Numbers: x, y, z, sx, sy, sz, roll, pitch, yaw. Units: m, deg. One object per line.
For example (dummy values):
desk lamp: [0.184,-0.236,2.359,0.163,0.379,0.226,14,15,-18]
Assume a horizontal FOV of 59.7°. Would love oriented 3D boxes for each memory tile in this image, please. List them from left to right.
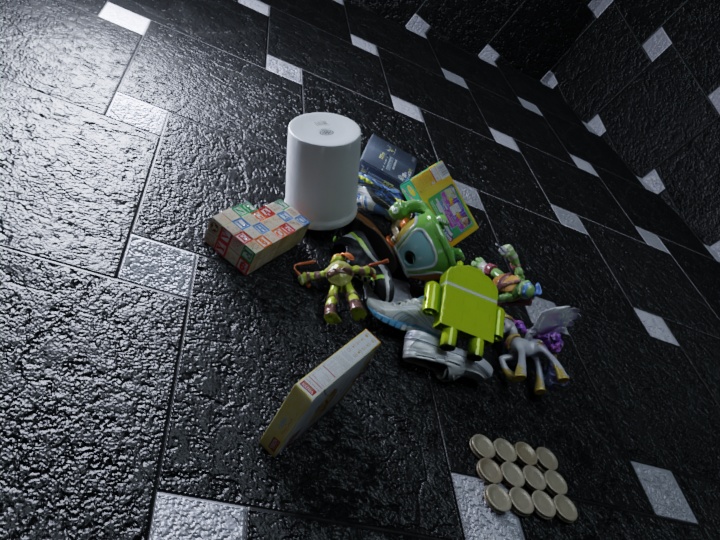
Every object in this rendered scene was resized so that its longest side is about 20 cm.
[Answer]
memory tile: [0.289,0.370,1.121,0.197,0.017,0.154,16,36,-22]

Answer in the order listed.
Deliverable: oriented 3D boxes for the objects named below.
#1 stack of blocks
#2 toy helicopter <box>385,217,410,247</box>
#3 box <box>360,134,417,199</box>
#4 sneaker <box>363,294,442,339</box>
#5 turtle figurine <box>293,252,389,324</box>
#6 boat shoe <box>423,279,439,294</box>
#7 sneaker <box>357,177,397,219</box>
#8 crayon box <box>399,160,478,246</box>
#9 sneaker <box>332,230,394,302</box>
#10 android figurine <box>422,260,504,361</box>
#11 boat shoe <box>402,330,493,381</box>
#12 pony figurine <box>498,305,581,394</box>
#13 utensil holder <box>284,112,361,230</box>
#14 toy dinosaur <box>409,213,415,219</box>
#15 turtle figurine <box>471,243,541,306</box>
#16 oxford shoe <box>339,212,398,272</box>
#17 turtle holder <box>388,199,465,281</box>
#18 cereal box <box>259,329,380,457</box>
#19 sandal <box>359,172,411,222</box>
stack of blocks: [-0.204,-0.080,1.263,0.115,0.059,0.200,38,34,10]
toy helicopter: [0.153,-0.052,1.527,0.200,0.079,0.132,42,24,-5]
box: [0.076,-0.298,1.780,0.156,0.051,0.201,28,34,-5]
sneaker: [0.104,0.080,1.260,0.197,0.088,0.075,20,8,-10]
turtle figurine: [-0.029,0.021,1.231,0.197,0.065,0.163,-2,50,-10]
boat shoe: [0.191,0.073,1.391,0.072,0.075,0.201,55,14,-26]
sneaker: [0.009,-0.171,1.518,0.198,0.078,0.076,30,25,13]
crayon box: [0.200,-0.159,1.586,0.118,0.058,0.202,-32,96,-28]
sneaker: [0.000,0.000,1.340,0.082,0.072,0.201,-19,54,-21]
android figurine: [0.208,0.073,1.239,0.180,0.041,0.202,19,58,-15]
boat shoe: [0.168,0.185,1.228,0.198,0.074,0.066,23,62,-11]
pony figurine: [0.375,0.163,1.351,0.190,0.168,0.202,4,43,-11]
utensil holder: [-0.082,-0.217,1.370,0.167,0.202,0.171,4,39,-4]
toy dinosaur: [0.167,-0.192,1.688,0.077,0.103,0.200,40,25,2]
turtle figurine: [0.287,0.011,1.409,0.197,0.146,0.193,0,3,-23]
oxford shoe: [0.031,-0.072,1.437,0.071,0.072,0.200,-4,46,-47]
turtle holder: [0.137,-0.064,1.388,0.141,0.130,0.187,-110,174,-68]
cereal box: [-0.058,0.185,0.962,0.039,0.145,0.199,40,35,12]
sandal: [0.039,-0.193,1.600,0.198,0.080,0.088,30,29,-18]
